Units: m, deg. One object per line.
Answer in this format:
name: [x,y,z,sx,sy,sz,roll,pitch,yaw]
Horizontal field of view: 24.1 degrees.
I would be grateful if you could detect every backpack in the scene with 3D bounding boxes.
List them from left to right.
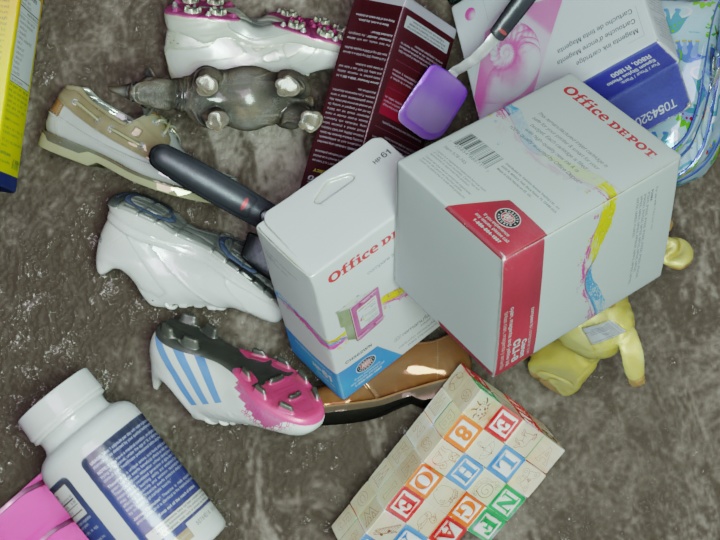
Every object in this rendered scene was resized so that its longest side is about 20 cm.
backpack: [0.276,-0.177,1.579,0.161,0.154,0.203,7,103,19]

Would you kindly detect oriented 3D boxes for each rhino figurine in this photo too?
rhino figurine: [-0.134,-0.159,1.554,0.197,0.088,0.061,2,103,-4]

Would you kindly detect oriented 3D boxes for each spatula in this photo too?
spatula: [0.112,-0.205,1.553,0.056,0.021,0.200,33,106,-34]

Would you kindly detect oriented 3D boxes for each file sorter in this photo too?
file sorter: [-0.290,0.313,1.563,0.139,0.125,0.200,-41,89,-1]

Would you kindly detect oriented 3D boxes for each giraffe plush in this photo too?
giraffe plush: [0.212,0.001,1.568,0.173,0.199,0.163,48,61,-26]

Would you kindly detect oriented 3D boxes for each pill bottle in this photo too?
pill bottle: [-0.226,0.194,1.575,0.111,0.111,0.201,-39,89,-1]

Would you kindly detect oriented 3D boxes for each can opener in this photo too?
can opener: [-0.108,-0.058,1.551,0.199,0.063,0.079,34,78,-16]

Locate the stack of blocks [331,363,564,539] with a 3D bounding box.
stack of blocks: [0.081,0.204,1.579,0.115,0.059,0.201,36,97,-26]

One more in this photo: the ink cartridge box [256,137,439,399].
ink cartridge box: [0.000,0.000,1.518,0.144,0.201,0.085,-37,56,-16]

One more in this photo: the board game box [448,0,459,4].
board game box: [0.170,-0.315,1.579,0.198,0.135,0.028,-27,89,-1]

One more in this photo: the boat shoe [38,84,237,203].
boat shoe: [-0.205,-0.118,1.602,0.198,0.075,0.069,19,94,1]

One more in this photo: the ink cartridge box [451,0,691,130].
ink cartridge box: [0.187,-0.199,1.543,0.195,0.043,0.202,-28,62,32]

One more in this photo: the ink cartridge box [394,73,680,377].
ink cartridge box: [0.148,-0.042,1.429,0.199,0.146,0.145,-28,51,-24]

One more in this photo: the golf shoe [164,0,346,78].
golf shoe: [-0.092,-0.205,1.616,0.197,0.075,0.093,9,111,-2]

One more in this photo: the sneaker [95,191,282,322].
sneaker: [-0.160,0.001,1.611,0.198,0.075,0.088,27,108,2]

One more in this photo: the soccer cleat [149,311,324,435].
soccer cleat: [-0.116,0.114,1.573,0.199,0.070,0.087,29,123,28]

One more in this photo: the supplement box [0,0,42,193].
supplement box: [-0.372,-0.182,1.586,0.108,0.109,0.203,8,88,0]

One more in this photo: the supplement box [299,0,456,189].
supplement box: [0.017,-0.150,1.582,0.060,0.109,0.202,15,87,31]

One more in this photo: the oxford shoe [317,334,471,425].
oxford shoe: [0.010,0.104,1.605,0.198,0.071,0.072,-13,78,-10]
